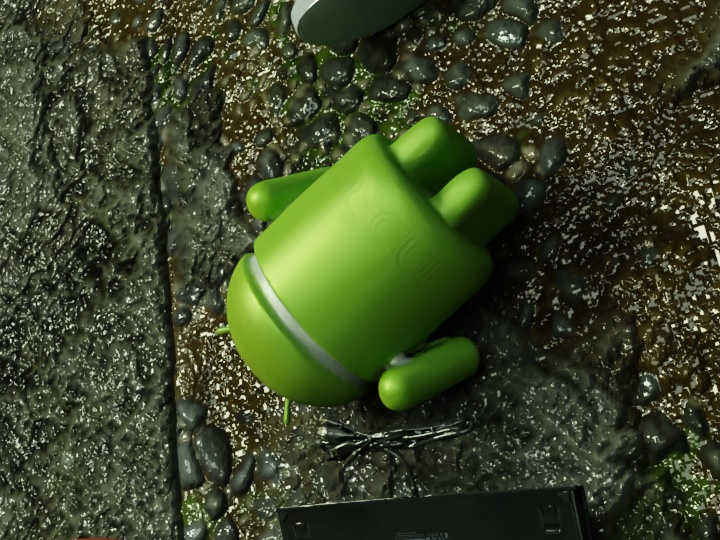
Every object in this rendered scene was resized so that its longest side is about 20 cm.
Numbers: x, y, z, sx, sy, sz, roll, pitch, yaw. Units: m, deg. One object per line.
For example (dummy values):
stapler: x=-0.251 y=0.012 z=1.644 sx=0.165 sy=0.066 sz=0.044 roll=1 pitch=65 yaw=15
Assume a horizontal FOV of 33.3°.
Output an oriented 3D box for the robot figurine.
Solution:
robot figurine: x=0.000 y=0.000 z=0.735 sx=0.200 sy=0.115 sz=0.176 roll=-43 pitch=68 yaw=12

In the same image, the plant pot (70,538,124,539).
plant pot: x=-0.166 y=0.276 z=0.677 sx=0.183 sy=0.198 sz=0.203 roll=-48 pitch=49 yaw=48

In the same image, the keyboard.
keyboard: x=0.037 y=0.143 z=0.703 sx=0.198 sy=0.021 sz=0.129 roll=-10 pitch=94 yaw=28

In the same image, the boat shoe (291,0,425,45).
boat shoe: x=0.030 y=-0.233 z=0.820 sx=0.198 sy=0.073 sz=0.069 roll=-36 pitch=63 yaw=16
